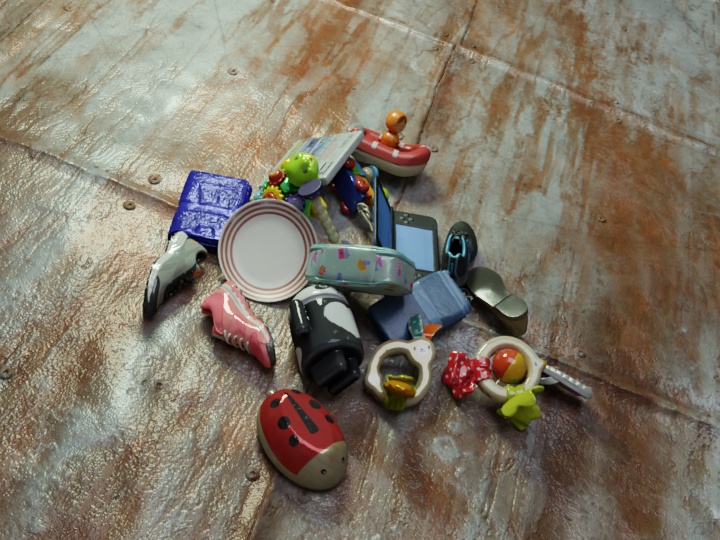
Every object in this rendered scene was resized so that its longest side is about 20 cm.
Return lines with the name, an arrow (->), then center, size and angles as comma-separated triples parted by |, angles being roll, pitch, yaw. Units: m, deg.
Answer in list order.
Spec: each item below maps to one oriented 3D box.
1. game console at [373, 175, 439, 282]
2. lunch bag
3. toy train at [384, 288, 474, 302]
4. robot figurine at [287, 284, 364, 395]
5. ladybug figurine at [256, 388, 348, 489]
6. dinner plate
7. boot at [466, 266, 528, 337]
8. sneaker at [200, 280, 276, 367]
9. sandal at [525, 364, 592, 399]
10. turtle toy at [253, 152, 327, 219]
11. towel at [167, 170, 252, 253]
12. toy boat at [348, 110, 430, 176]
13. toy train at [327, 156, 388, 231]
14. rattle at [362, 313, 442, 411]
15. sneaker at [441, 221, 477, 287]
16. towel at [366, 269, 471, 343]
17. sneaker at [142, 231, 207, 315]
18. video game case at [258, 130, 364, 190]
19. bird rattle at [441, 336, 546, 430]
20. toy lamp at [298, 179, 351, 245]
game console -> 0.096, -0.078, 1.784 | 0.166, 0.119, 0.203 | 9, 51, -9
lunch bag -> 0.000, 0.000, 1.622 | 0.196, 0.160, 0.079 | 5, 83, 23
toy train -> 0.140, 0.053, 1.744 | 0.195, 0.034, 0.047 | 7, 50, -12
robot figurine -> -0.062, 0.120, 1.548 | 0.122, 0.152, 0.203 | -10, 50, -11
ladybug figurine -> -0.097, 0.272, 1.434 | 0.134, 0.073, 0.200 | -28, 61, -36
dinner plate -> -0.180, -0.038, 1.674 | 0.195, 0.024, 0.206 | 0, 81, -3
boot -> 0.279, 0.065, 1.766 | 0.073, 0.076, 0.200 | -28, 40, -9
sneaker -> -0.223, 0.113, 1.557 | 0.086, 0.075, 0.201 | -28, 57, -21
sandal -> 0.351, 0.206, 1.656 | 0.200, 0.082, 0.051 | 26, 88, 16
turtle toy -> -0.143, -0.157, 1.735 | 0.100, 0.201, 0.147 | -9, 56, -53
towel -> -0.303, -0.125, 1.752 | 0.144, 0.050, 0.203 | 13, 46, -7
toy boat -> 0.072, -0.303, 1.969 | 0.196, 0.133, 0.131 | 22, 21, 3
toy train -> 0.018, -0.158, 1.880 | 0.114, 0.085, 0.202 | -2, 51, -43
rattle -> 0.094, 0.145, 1.542 | 0.129, 0.144, 0.200 | 34, 67, 22
sneaker -> 0.214, -0.052, 1.822 | 0.071, 0.083, 0.202 | 5, 38, 8
towel -> 0.114, 0.081, 1.680 | 0.197, 0.049, 0.113 | -24, 69, -24
sneaker -> -0.348, 0.007, 1.600 | 0.078, 0.075, 0.202 | 24, 45, -2
video game case -> -0.106, -0.239, 1.873 | 0.179, 0.022, 0.201 | -3, 36, 32
bird rattle -> 0.259, 0.198, 1.599 | 0.198, 0.114, 0.163 | 29, 62, 25
toy lamp -> -0.064, -0.083, 1.700 | 0.057, 0.202, 0.059 | -18, 33, 13
